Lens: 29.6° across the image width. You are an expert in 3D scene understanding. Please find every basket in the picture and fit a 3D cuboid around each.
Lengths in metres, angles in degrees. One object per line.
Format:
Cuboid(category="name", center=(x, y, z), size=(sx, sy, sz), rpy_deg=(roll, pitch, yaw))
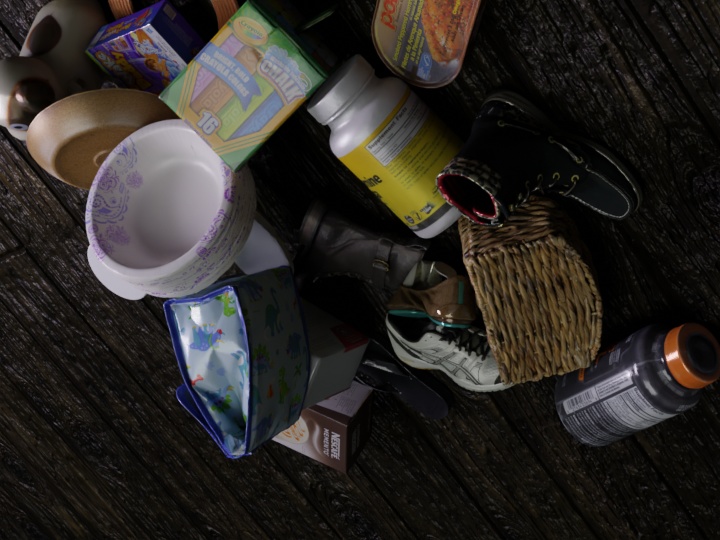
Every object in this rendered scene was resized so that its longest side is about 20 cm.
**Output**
Cuboid(category="basket", center=(0.201, 0.006, 1.588), size=(0.141, 0.150, 0.201), rpy_deg=(-15, 123, 7))

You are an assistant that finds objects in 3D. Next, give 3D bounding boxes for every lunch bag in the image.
Cuboid(category="lunch bag", center=(-0.138, 0.110, 1.649), size=(0.126, 0.170, 0.202), rpy_deg=(-14, 94, 25))

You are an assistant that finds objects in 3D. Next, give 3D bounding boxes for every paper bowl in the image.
Cuboid(category="paper bowl", center=(-0.213, -0.067, 1.599), size=(0.199, 0.202, 0.104), rpy_deg=(11, 165, 29))

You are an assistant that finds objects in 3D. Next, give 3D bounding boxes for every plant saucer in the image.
Cuboid(category="plant saucer", center=(-0.306, -0.149, 1.665), size=(0.198, 0.036, 0.201), rpy_deg=(-9, 153, -5))

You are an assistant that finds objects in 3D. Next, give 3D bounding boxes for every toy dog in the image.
Cuboid(category="toy dog", center=(-0.377, -0.242, 1.682), size=(0.138, 0.200, 0.195), rpy_deg=(18, 137, 21))

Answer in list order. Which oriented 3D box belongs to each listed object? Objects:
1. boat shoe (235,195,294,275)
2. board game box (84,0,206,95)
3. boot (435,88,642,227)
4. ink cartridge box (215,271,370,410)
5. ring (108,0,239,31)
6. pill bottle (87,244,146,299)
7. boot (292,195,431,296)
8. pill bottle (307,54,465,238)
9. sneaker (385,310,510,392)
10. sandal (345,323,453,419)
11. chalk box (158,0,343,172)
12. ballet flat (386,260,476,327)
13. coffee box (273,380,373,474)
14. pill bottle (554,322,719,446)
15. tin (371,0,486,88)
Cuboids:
Cuboid(category="boat shoe", center=(-0.145, -0.069, 1.713), size=(0.070, 0.064, 0.201), rpy_deg=(-26, 109, 30))
Cuboid(category="board game box", center=(-0.221, -0.227, 1.665), size=(0.134, 0.045, 0.200), rpy_deg=(-10, 133, 44))
Cuboid(category="boot", center=(0.186, -0.087, 1.436), size=(0.203, 0.154, 0.074), rpy_deg=(35, 141, 3))
Cuboid(category="ink cartridge box", center=(-0.111, 0.089, 1.812), size=(0.199, 0.145, 0.084), rpy_deg=(30, 112, 21))
Cuboid(category="ring", center=(-0.221, -0.316, 1.635), size=(0.199, 0.019, 0.202), rpy_deg=(21, 137, 21))
Cuboid(category="pill bottle", center=(-0.257, -0.061, 1.762), size=(0.115, 0.200, 0.117), rpy_deg=(21, 138, 20))
Cuboid(category="boot", center=(0.000, 0.000, 1.735), size=(0.173, 0.070, 0.201), rpy_deg=(24, 146, 5))
Cuboid(category="pill bottle", center=(0.039, -0.141, 1.520), size=(0.200, 0.113, 0.112), rpy_deg=(44, 141, -14))
Cuboid(category="sneaker", center=(0.117, 0.093, 1.711), size=(0.198, 0.076, 0.088), rpy_deg=(10, 149, 29))
Cuboid(category="sandal", center=(0.035, 0.139, 1.856), size=(0.199, 0.043, 0.076), rpy_deg=(32, 140, 8))
Cuboid(category="chalk box", center=(-0.105, -0.232, 1.518), size=(0.124, 0.125, 0.200), rpy_deg=(44, 108, -8))
Cuboid(category="ballet flat", center=(0.085, 0.025, 1.620), size=(0.067, 0.073, 0.200), rpy_deg=(5, 180, -16))
Cuboid(category="coffee box", center=(-0.087, 0.194, 1.972), size=(0.199, 0.080, 0.115), rpy_deg=(22, 138, 19))
Cuboid(category="pill bottle", center=(0.324, 0.127, 1.575), size=(0.106, 0.106, 0.200), rpy_deg=(45, 140, -8))
Cuboid(category="tin", center=(0.074, -0.281, 1.429), size=(0.111, 0.042, 0.201), rpy_deg=(26, 140, 9))
